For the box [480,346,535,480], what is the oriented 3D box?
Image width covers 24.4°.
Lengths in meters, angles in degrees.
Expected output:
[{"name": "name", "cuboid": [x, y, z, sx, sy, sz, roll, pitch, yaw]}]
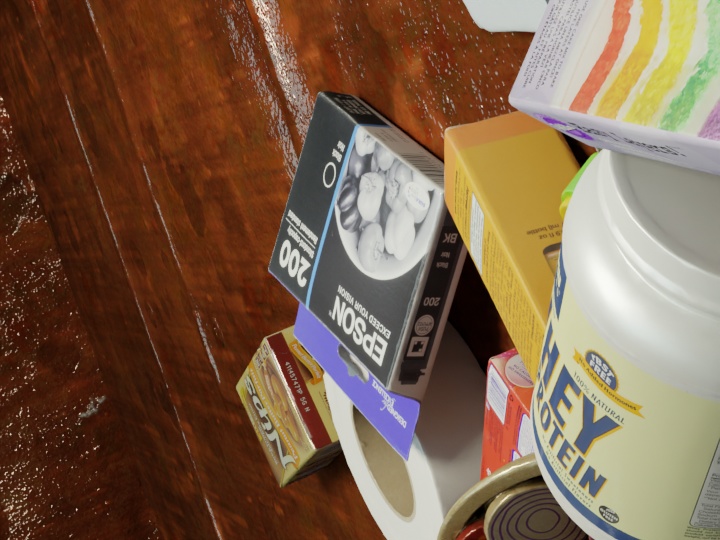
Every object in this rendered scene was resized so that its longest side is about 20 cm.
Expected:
[{"name": "box", "cuboid": [0.133, 0.132, 0.974, 0.100, 0.095, 0.201, 55, 157, 39]}]

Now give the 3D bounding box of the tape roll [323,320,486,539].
[{"name": "tape roll", "cuboid": [0.045, 0.128, 1.269, 0.203, 0.070, 0.203, 56, 159, 35]}]

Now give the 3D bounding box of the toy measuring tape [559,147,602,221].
[{"name": "toy measuring tape", "cuboid": [0.116, -0.047, 0.801, 0.200, 0.073, 0.074, 48, -179, -45]}]

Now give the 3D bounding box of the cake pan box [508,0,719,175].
[{"name": "cake pan box", "cuboid": [0.146, -0.129, 0.559, 0.201, 0.052, 0.184, -66, 27, 2]}]

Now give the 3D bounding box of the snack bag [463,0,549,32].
[{"name": "snack bag", "cuboid": [0.068, -0.203, 0.846, 0.189, 0.021, 0.200, 59, 164, -21]}]

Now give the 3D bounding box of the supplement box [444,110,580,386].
[{"name": "supplement box", "cuboid": [0.107, 0.003, 0.908, 0.069, 0.066, 0.201, 88, 164, -48]}]

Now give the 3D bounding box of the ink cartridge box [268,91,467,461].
[{"name": "ink cartridge box", "cuboid": [0.000, 0.000, 1.177, 0.198, 0.043, 0.202, 42, 124, 53]}]

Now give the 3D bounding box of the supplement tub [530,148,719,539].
[{"name": "supplement tub", "cuboid": [0.153, 0.023, 0.716, 0.145, 0.144, 0.201, 56, 158, 33]}]

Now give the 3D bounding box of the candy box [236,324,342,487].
[{"name": "candy box", "cuboid": [-0.062, 0.131, 1.607, 0.116, 0.055, 0.200, 65, 162, 11]}]

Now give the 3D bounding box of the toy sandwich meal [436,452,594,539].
[{"name": "toy sandwich meal", "cuboid": [0.137, 0.164, 0.862, 0.206, 0.203, 0.071, 89, -175, -46]}]
